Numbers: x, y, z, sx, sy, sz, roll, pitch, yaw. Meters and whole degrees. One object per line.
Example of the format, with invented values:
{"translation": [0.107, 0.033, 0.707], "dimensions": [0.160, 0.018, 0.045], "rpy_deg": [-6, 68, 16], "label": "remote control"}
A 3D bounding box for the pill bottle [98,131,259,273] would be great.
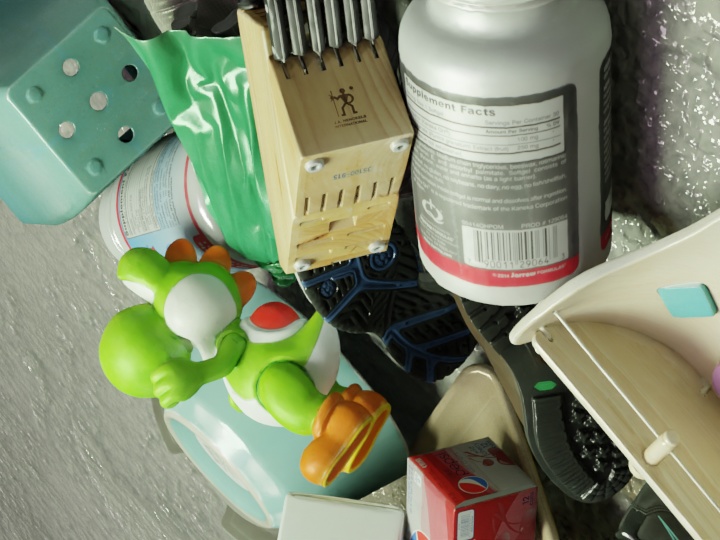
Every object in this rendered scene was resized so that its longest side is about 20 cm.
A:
{"translation": [-0.113, -0.049, 1.146], "dimensions": [0.199, 0.108, 0.109], "rpy_deg": [-11, 109, 58], "label": "pill bottle"}

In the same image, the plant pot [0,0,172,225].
{"translation": [-0.206, -0.121, 1.113], "dimensions": [0.142, 0.141, 0.200], "rpy_deg": [51, 166, -21], "label": "plant pot"}

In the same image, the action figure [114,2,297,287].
{"translation": [-0.070, -0.069, 0.991], "dimensions": [0.117, 0.055, 0.201], "rpy_deg": [11, 134, 29], "label": "action figure"}

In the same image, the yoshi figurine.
{"translation": [-0.088, 0.070, 1.023], "dimensions": [0.199, 0.112, 0.113], "rpy_deg": [36, 141, 12], "label": "yoshi figurine"}

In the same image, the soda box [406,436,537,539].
{"translation": [0.070, 0.216, 1.047], "dimensions": [0.070, 0.063, 0.202], "rpy_deg": [-139, 43, -55], "label": "soda box"}

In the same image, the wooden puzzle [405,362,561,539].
{"translation": [0.097, 0.187, 1.098], "dimensions": [0.185, 0.037, 0.201], "rpy_deg": [117, 136, -57], "label": "wooden puzzle"}

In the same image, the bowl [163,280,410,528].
{"translation": [-0.069, 0.111, 1.166], "dimensions": [0.201, 0.105, 0.201], "rpy_deg": [42, 162, 16], "label": "bowl"}

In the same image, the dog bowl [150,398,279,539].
{"translation": [-0.095, 0.148, 1.355], "dimensions": [0.200, 0.058, 0.201], "rpy_deg": [36, 145, 31], "label": "dog bowl"}

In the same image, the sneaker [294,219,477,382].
{"translation": [0.000, 0.000, 1.013], "dimensions": [0.077, 0.076, 0.200], "rpy_deg": [46, 177, 44], "label": "sneaker"}

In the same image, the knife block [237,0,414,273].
{"translation": [-0.030, -0.117, 0.879], "dimensions": [0.200, 0.063, 0.177], "rpy_deg": [101, 154, -64], "label": "knife block"}

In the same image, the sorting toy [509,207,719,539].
{"translation": [0.205, 0.047, 0.804], "dimensions": [0.200, 0.106, 0.180], "rpy_deg": [51, 142, 11], "label": "sorting toy"}

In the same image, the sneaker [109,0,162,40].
{"translation": [-0.115, -0.199, 1.063], "dimensions": [0.116, 0.076, 0.200], "rpy_deg": [52, 158, -10], "label": "sneaker"}

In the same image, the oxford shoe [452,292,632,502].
{"translation": [0.113, 0.053, 0.976], "dimensions": [0.201, 0.072, 0.084], "rpy_deg": [63, 177, -22], "label": "oxford shoe"}

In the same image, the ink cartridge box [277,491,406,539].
{"translation": [-0.011, 0.253, 1.107], "dimensions": [0.083, 0.147, 0.200], "rpy_deg": [6, 158, 9], "label": "ink cartridge box"}

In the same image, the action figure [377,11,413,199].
{"translation": [-0.001, -0.144, 0.944], "dimensions": [0.130, 0.069, 0.202], "rpy_deg": [14, 126, 58], "label": "action figure"}

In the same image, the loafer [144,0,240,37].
{"translation": [-0.082, -0.161, 1.002], "dimensions": [0.071, 0.063, 0.201], "rpy_deg": [-9, 129, 25], "label": "loafer"}

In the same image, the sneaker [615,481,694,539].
{"translation": [0.199, 0.204, 0.968], "dimensions": [0.075, 0.079, 0.202], "rpy_deg": [12, 129, 50], "label": "sneaker"}

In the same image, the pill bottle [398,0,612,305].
{"translation": [0.077, -0.091, 0.833], "dimensions": [0.110, 0.110, 0.201], "rpy_deg": [29, 140, 38], "label": "pill bottle"}
